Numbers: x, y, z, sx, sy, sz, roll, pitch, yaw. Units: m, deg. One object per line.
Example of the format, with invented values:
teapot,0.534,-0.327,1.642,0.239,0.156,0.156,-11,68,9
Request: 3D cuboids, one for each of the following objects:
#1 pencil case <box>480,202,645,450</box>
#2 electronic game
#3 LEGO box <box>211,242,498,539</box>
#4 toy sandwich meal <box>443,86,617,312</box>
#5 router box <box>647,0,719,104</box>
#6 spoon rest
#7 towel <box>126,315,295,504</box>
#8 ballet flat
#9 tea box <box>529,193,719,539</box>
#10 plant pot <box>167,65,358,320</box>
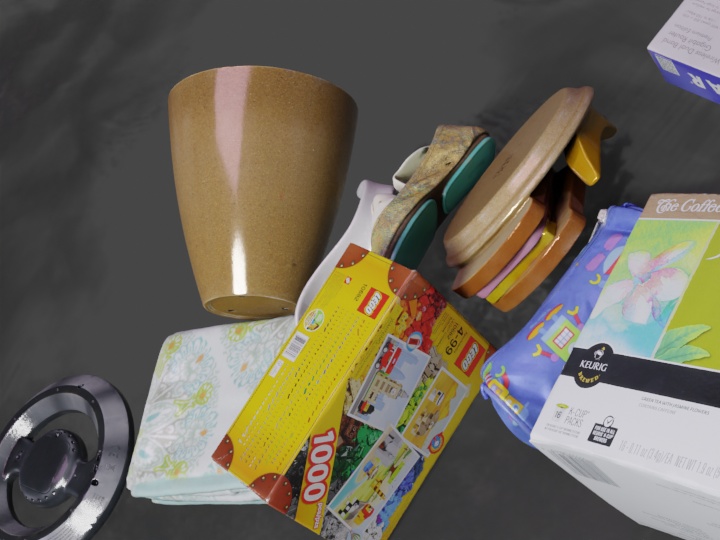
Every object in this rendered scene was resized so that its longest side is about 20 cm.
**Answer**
pencil case,0.170,0.038,0.868,0.087,0.078,0.201,38,87,10
electronic game,-0.305,0.198,1.156,0.198,0.042,0.202,-18,52,25
LEGO box,0.001,0.105,0.906,0.077,0.149,0.201,25,78,44
toy sandwich meal,0.142,-0.061,0.945,0.206,0.070,0.205,-52,4,6
router box,0.358,-0.200,0.908,0.180,0.049,0.200,-51,44,-3
spoon rest,0.000,0.000,1.031,0.098,0.061,0.202,11,60,0
towel,-0.120,0.127,1.058,0.198,0.048,0.173,-8,58,34
ballet flat,0.048,-0.060,1.009,0.070,0.071,0.200,5,44,39
tea box,0.246,0.068,0.720,0.199,0.133,0.198,6,62,59
plant pot,-0.098,-0.061,1.095,0.185,0.186,0.202,-9,70,33
